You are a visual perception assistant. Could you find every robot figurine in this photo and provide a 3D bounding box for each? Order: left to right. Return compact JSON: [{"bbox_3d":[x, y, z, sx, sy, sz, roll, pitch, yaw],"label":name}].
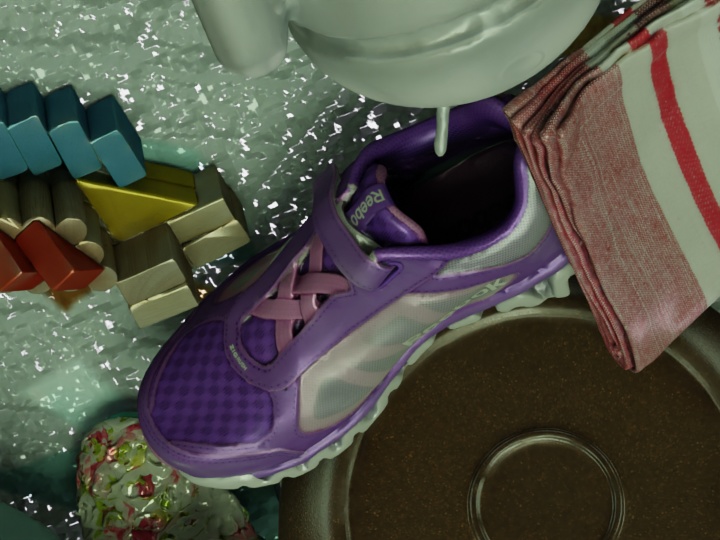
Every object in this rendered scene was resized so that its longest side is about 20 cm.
[{"bbox_3d":[0.012,-0.133,0.803,0.170,0.113,0.200,-37,127,-14],"label":"robot figurine"}]

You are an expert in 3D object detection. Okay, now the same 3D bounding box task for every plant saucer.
[{"bbox_3d":[0.067,0.087,0.931,0.200,0.201,0.032,-18,162,1],"label":"plant saucer"}]

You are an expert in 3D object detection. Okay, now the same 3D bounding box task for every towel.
[{"bbox_3d":[0.148,-0.065,0.882,0.200,0.023,0.144,-39,139,-7],"label":"towel"}]

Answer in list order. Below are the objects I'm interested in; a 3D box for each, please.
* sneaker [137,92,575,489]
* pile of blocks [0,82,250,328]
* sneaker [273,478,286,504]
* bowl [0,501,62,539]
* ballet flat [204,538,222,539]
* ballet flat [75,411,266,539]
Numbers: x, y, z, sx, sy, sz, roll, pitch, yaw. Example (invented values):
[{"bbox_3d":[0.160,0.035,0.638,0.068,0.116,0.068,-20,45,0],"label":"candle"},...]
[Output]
[{"bbox_3d":[0.000,0.000,0.900,0.200,0.081,0.088,-34,158,7],"label":"sneaker"},{"bbox_3d":[-0.130,-0.027,0.881,0.200,0.062,0.082,6,123,-16],"label":"pile of blocks"},{"bbox_3d":[0.013,0.148,1.029,0.084,0.075,0.200,-31,121,18],"label":"sneaker"},{"bbox_3d":[-0.164,0.156,0.956,0.200,0.105,0.201,8,126,11],"label":"bowl"},{"bbox_3d":[-0.025,0.171,0.982,0.069,0.070,0.200,-24,134,6],"label":"ballet flat"},{"bbox_3d":[-0.063,0.145,1.009,0.075,0.064,0.200,-6,128,19],"label":"ballet flat"}]
